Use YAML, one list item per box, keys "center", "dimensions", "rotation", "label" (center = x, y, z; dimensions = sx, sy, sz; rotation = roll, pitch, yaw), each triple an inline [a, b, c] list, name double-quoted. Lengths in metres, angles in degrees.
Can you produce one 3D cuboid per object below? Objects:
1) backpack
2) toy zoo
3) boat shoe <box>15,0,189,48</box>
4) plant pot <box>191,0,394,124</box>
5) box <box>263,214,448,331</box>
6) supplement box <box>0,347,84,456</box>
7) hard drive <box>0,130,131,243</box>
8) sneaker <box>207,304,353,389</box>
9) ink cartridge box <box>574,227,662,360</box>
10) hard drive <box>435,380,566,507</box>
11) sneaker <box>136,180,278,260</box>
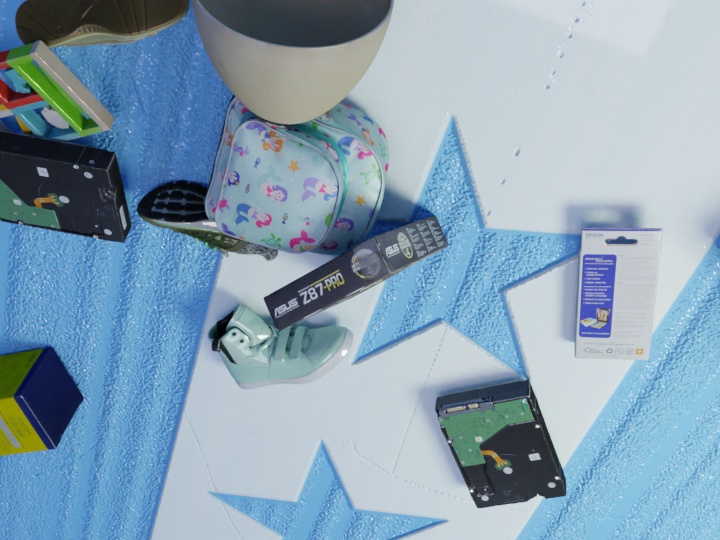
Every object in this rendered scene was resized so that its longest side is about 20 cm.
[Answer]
- center: [-0.067, -0.109, 1.024]
  dimensions: [0.197, 0.151, 0.180]
  rotation: [17, 120, -8]
  label: "backpack"
- center: [-0.405, -0.197, 1.059]
  dimensions: [0.197, 0.021, 0.131]
  rotation: [-6, 145, 27]
  label: "toy zoo"
- center: [-0.279, -0.284, 0.997]
  dimensions: [0.197, 0.063, 0.075]
  rotation: [-12, 96, 11]
  label: "boat shoe"
- center: [-0.071, -0.230, 0.914]
  dimensions: [0.197, 0.202, 0.136]
  rotation: [12, 138, 2]
  label: "plant pot"
- center: [0.000, 0.000, 1.054]
  dimensions: [0.160, 0.199, 0.050]
  rotation: [-25, 89, 27]
  label: "box"
- center: [-0.540, 0.203, 1.354]
  dimensions: [0.197, 0.110, 0.111]
  rotation: [-10, 123, 18]
  label: "supplement box"
- center: [-0.394, -0.107, 1.131]
  dimensions: [0.196, 0.038, 0.141]
  rotation: [9, 142, 4]
  label: "hard drive"
- center: [-0.114, 0.093, 1.213]
  dimensions: [0.198, 0.074, 0.119]
  rotation: [-17, 127, 24]
  label: "sneaker"
- center: [0.314, 0.025, 1.111]
  dimensions: [0.093, 0.037, 0.202]
  rotation: [1, 128, 11]
  label: "ink cartridge box"
- center: [0.201, 0.250, 1.282]
  dimensions: [0.138, 0.038, 0.202]
  rotation: [-14, 122, 20]
  label: "hard drive"
- center: [-0.186, -0.049, 1.136]
  dimensions: [0.196, 0.078, 0.089]
  rotation: [12, 135, 5]
  label: "sneaker"
